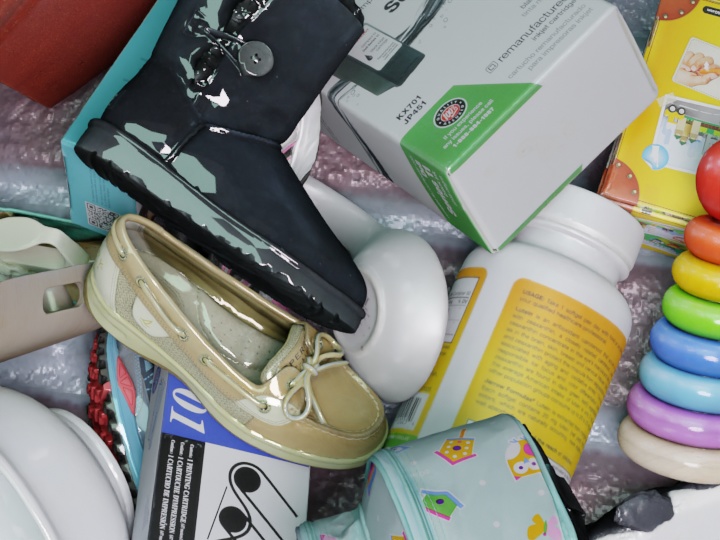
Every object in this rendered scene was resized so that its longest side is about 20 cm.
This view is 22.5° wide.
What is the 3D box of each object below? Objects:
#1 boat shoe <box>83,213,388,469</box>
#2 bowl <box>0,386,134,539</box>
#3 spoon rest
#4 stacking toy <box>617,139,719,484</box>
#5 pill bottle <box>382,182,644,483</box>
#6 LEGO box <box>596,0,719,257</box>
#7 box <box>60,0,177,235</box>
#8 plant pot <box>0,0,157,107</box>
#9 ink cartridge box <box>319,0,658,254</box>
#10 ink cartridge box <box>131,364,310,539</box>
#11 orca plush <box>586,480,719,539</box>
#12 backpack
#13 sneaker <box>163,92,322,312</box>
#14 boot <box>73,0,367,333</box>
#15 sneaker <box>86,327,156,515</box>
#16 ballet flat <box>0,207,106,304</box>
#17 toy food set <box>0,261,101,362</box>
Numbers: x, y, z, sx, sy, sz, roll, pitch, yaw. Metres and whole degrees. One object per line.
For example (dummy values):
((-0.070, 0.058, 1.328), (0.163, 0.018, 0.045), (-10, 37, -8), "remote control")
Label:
((-0.067, 0.041, 1.043), (0.200, 0.063, 0.073), (36, 48, 2), "boat shoe")
((-0.197, 0.144, 1.070), (0.090, 0.201, 0.201), (-30, 70, -38), "bowl")
((0.000, 0.000, 1.110), (0.200, 0.060, 0.100), (51, 126, 44), "spoon rest")
((0.206, 0.019, 1.058), (0.085, 0.085, 0.201), (9, 106, 8), "stacking toy")
((0.097, 0.052, 1.088), (0.111, 0.111, 0.201), (22, 77, 11), "pill bottle")
((0.261, -0.073, 1.128), (0.199, 0.077, 0.150), (17, 76, 10), "LEGO box")
((-0.118, -0.118, 1.143), (0.049, 0.082, 0.200), (21, 57, 11), "box")
((-0.224, -0.223, 1.170), (0.199, 0.200, 0.177), (36, 92, 14), "plant pot")
((0.059, -0.122, 1.114), (0.147, 0.083, 0.200), (-45, 44, -8), "ink cartridge box")
((-0.079, 0.123, 1.050), (0.094, 0.044, 0.201), (15, 51, -15), "ink cartridge box")
((0.147, 0.186, 1.083), (0.200, 0.071, 0.105), (-50, 120, -5), "orca plush")
((0.046, 0.174, 0.909), (0.152, 0.200, 0.177), (-8, 59, -15), "backpack")
((-0.081, -0.060, 1.105), (0.086, 0.080, 0.201), (4, 88, -35), "sneaker")
((-0.042, -0.083, 1.044), (0.200, 0.076, 0.168), (36, 78, -5), "boot")
((-0.108, 0.119, 1.120), (0.095, 0.079, 0.201), (-14, 69, -24), "sneaker")
((-0.174, -0.001, 1.151), (0.199, 0.070, 0.068), (8, 73, 7), "ballet flat")
((-0.257, 0.036, 1.080), (0.199, 0.143, 0.061), (-19, 89, 22), "toy food set")
